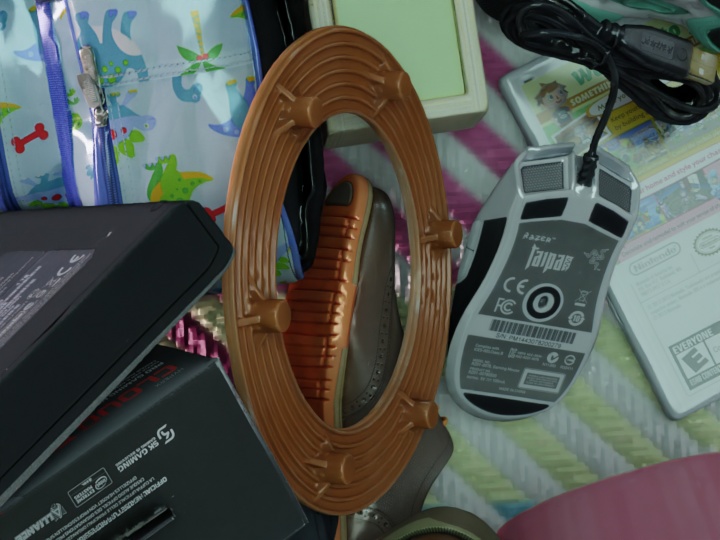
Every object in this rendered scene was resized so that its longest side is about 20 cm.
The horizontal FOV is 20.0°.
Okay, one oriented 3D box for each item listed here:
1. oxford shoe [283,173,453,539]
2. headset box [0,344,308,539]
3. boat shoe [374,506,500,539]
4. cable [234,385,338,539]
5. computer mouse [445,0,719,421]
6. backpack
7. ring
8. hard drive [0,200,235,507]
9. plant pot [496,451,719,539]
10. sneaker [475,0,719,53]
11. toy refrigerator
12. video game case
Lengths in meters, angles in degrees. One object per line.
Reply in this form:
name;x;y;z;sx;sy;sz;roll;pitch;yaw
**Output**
oxford shoe;0.004;0.057;0.937;0.073;0.071;0.201;4;93;-20
headset box;-0.125;0.094;0.759;0.149;0.200;0.077;-35;108;-21
boat shoe;-0.020;0.179;0.879;0.072;0.068;0.200;38;118;-8
cable;-0.067;0.141;0.883;0.051;0.200;0.163;20;122;-30
computer mouse;0.084;-0.025;0.923;0.109;0.044;0.200;11;114;-23
backpack;-0.092;-0.086;0.877;0.146;0.183;0.201;-12;96;3
ring;0.000;0.000;0.837;0.019;0.200;0.201;1;87;26
hard drive;-0.148;0.030;0.757;0.140;0.200;0.033;-48;114;-24
plant pot;0.142;0.182;0.880;0.199;0.200;0.180;-15;72;-4
sneaker;0.155;-0.176;0.934;0.199;0.078;0.140;10;72;10
toy refrigerator;0.006;-0.163;0.940;0.076;0.070;0.201;-8;87;-3
video game case;0.193;-0.054;0.969;0.200;0.022;0.182;-27;89;-3
